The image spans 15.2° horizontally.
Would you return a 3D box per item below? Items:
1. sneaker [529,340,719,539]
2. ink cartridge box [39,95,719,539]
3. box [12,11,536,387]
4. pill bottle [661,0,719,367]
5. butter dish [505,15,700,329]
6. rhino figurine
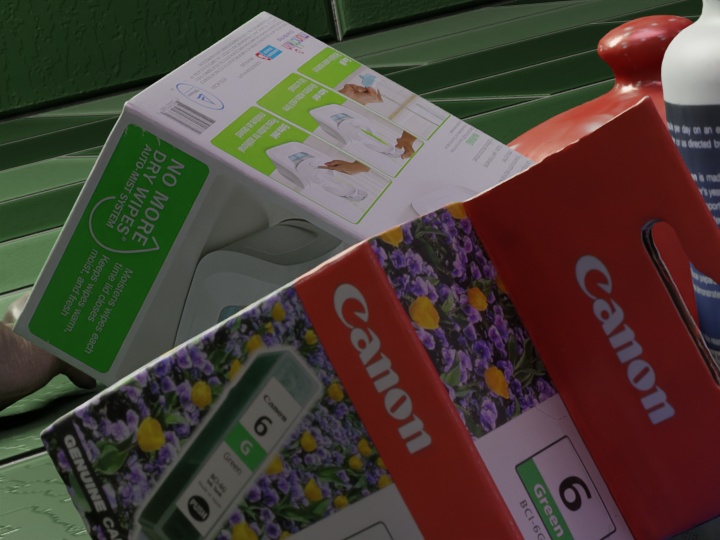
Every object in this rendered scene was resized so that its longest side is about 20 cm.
[{"bbox_3d":[0.090,0.052,0.737,0.200,0.116,0.075,-11,45,39],"label":"sneaker"},{"bbox_3d":[0.014,0.047,0.708,0.200,0.109,0.050,-30,-4,38],"label":"ink cartridge box"},{"bbox_3d":[0.000,0.000,0.962,0.176,0.097,0.200,30,18,2],"label":"box"},{"bbox_3d":[0.169,-0.039,0.973,0.111,0.200,0.111,-10,9,2],"label":"pill bottle"},{"bbox_3d":[0.133,-0.035,1.151,0.199,0.148,0.200,-13,9,-21],"label":"butter dish"},{"bbox_3d":[-0.198,0.044,1.298,0.200,0.060,0.087,-17,31,-40],"label":"rhino figurine"}]
